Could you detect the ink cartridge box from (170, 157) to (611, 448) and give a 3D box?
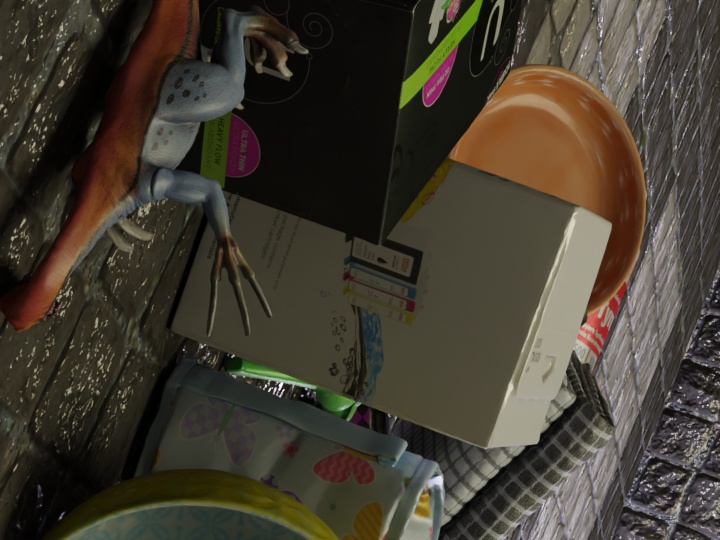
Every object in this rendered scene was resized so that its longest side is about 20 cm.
[{"bbox_3d":[0.023,0.002,1.341,0.147,0.200,0.145,9,101,-75],"label":"ink cartridge box"}]

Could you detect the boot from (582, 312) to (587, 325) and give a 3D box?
[{"bbox_3d":[0.050,0.029,1.626,0.132,0.200,0.070,-32,114,-27],"label":"boot"}]

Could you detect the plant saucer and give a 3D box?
[{"bbox_3d":[0.135,-0.058,1.788,0.200,0.037,0.200,4,83,-35],"label":"plant saucer"}]

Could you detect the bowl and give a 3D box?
[{"bbox_3d":[-0.090,0.179,1.248,0.108,0.200,0.200,-93,-166,-63],"label":"bowl"}]

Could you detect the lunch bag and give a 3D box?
[{"bbox_3d":[-0.044,0.158,1.363,0.127,0.169,0.200,-54,158,-52],"label":"lunch bag"}]

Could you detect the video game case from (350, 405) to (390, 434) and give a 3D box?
[{"bbox_3d":[0.001,0.176,1.661,0.181,0.036,0.200,78,10,-65],"label":"video game case"}]

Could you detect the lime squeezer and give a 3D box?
[{"bbox_3d":[-0.029,0.082,1.507,0.200,0.071,0.038,51,20,-74],"label":"lime squeezer"}]

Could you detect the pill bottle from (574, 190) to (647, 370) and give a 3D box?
[{"bbox_3d":[0.183,0.005,2.089,0.112,0.112,0.200,64,48,-70],"label":"pill bottle"}]

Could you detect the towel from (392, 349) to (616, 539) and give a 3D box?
[{"bbox_3d":[0.099,0.122,1.672,0.166,0.086,0.200,-47,-170,11],"label":"towel"}]

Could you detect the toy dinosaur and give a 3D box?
[{"bbox_3d":[-0.115,-0.060,1.090,0.181,0.105,0.200,-39,110,-41],"label":"toy dinosaur"}]

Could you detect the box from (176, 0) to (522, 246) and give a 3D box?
[{"bbox_3d":[0.002,-0.138,1.234,0.200,0.124,0.149,-54,158,-49],"label":"box"}]
